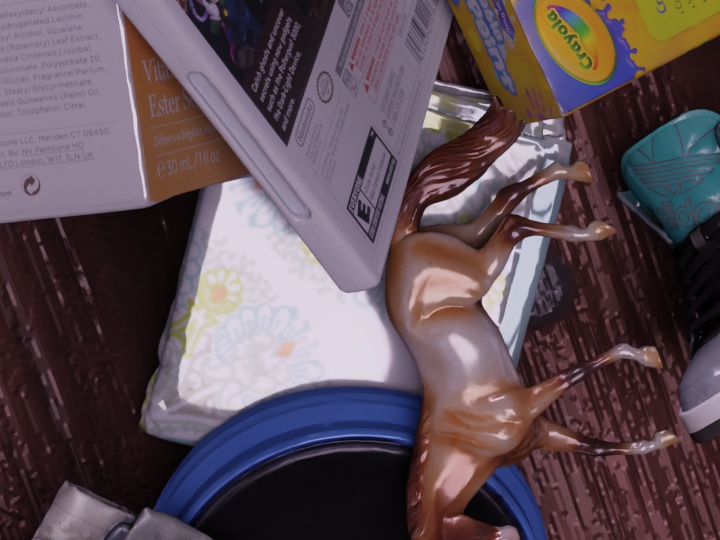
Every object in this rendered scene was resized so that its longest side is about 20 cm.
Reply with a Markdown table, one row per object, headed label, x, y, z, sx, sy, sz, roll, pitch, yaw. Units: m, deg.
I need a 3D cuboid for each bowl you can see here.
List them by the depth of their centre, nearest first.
| label | x | y | z | sx | sy | sz | roll | pitch | yaw |
| --- | --- | --- | --- | --- | --- | --- | --- | --- | --- |
| bowl | -0.007 | 0.153 | 1.157 | 0.199 | 0.039 | 0.202 | -2 | 113 | -6 |

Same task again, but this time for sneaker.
| label | x | y | z | sx | sy | sz | roll | pitch | yaw |
| --- | --- | --- | --- | --- | --- | --- | --- | --- | --- |
| sneaker | 0.166 | -0.011 | 1.128 | 0.083 | 0.200 | 0.121 | -34 | 97 | 30 |

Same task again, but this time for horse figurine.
| label | x | y | z | sx | sy | sz | roll | pitch | yaw |
| --- | --- | --- | --- | --- | --- | --- | --- | --- | --- |
| horse figurine | 0.062 | 0.027 | 1.102 | 0.132 | 0.050 | 0.201 | -18 | 89 | -1 |

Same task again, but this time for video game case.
| label | x | y | z | sx | sy | sz | roll | pitch | yaw |
| --- | --- | --- | --- | --- | --- | --- | --- | --- | --- |
| video game case | -0.025 | -0.121 | 1.052 | 0.023 | 0.201 | 0.182 | -14 | 131 | 30 |

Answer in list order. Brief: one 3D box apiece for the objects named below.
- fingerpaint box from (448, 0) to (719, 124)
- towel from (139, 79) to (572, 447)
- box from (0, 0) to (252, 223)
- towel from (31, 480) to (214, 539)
| label | x | y | z | sx | sy | sz | roll | pitch | yaw |
| --- | --- | --- | --- | --- | --- | --- | --- | --- | --- |
| fingerpaint box | 0.105 | -0.192 | 1.118 | 0.166 | 0.073 | 0.201 | -28 | 97 | -17 |
| towel | 0.000 | 0.000 | 1.161 | 0.170 | 0.048 | 0.201 | 14 | 95 | -9 |
| box | -0.117 | -0.130 | 1.046 | 0.106 | 0.152 | 0.201 | -4 | 99 | 24 |
| towel | -0.095 | 0.216 | 1.088 | 0.192 | 0.035 | 0.201 | 28 | 84 | -22 |
